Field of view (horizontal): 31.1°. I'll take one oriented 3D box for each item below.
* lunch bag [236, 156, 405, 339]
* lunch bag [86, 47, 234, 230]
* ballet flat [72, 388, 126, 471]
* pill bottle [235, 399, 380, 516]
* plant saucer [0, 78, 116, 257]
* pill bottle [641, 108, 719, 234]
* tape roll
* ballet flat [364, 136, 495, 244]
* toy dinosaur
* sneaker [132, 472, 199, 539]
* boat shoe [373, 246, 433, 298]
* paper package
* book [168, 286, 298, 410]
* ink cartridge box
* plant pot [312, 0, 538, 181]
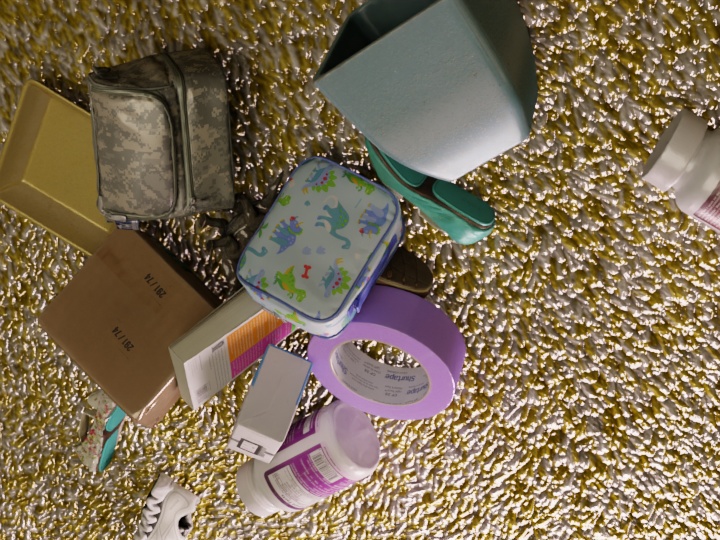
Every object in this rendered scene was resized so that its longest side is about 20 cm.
[{"bbox_3d":[-0.045,-0.026,1.597,0.160,0.201,0.083,26,164,16],"label":"lunch bag"},{"bbox_3d":[-0.250,-0.162,1.599,0.166,0.140,0.202,-9,119,-16],"label":"lunch bag"},{"bbox_3d":[-0.381,0.217,1.914,0.064,0.076,0.201,32,120,10],"label":"ballet flat"},{"bbox_3d":[-0.078,0.270,1.811,0.199,0.112,0.113,-31,103,30],"label":"pill bottle"},{"bbox_3d":[-0.383,-0.138,1.746,0.199,0.049,0.201,31,122,2],"label":"plant saucer"},{"bbox_3d":[0.425,-0.092,1.452,0.199,0.110,0.110,31,122,2],"label":"pill bottle"},{"bbox_3d":[0.034,0.109,1.677,0.198,0.066,0.201,13,142,10],"label":"tape roll"},{"bbox_3d":[0.074,-0.098,1.600,0.199,0.067,0.071,37,136,0],"label":"ballet flat"},{"bbox_3d":[-0.145,-0.059,1.694,0.102,0.077,0.201,15,116,-38],"label":"toy dinosaur"},{"bbox_3d":[-0.305,0.405,1.986,0.080,0.075,0.201,22,122,-3],"label":"sneaker"},{"bbox_3d":[-0.001,0.000,1.675,0.198,0.072,0.068,17,131,14],"label":"boat shoe"},{"bbox_3d":[-0.291,0.071,1.720,0.200,0.103,0.191,41,88,13],"label":"paper package"},{"bbox_3d":[-0.152,0.084,1.674,0.048,0.200,0.134,42,156,24],"label":"book"},{"bbox_3d":[-0.125,0.186,1.736,0.067,0.117,0.200,23,160,-3],"label":"ink cartridge box"},{"bbox_3d":[0.096,-0.222,1.461,0.195,0.197,0.200,-27,113,28],"label":"plant pot"}]
